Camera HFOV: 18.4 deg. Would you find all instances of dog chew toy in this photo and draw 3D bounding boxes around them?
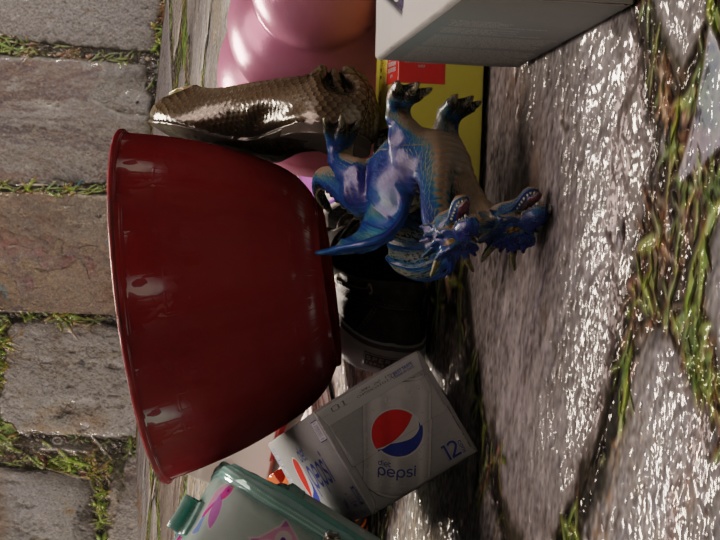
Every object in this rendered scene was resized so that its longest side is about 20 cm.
[{"bbox_3d":[-0.024,-0.137,1.302,0.200,0.124,0.125,92,177,-67],"label":"dog chew toy"}]

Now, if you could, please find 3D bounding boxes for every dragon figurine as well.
[{"bbox_3d":[0.016,-0.029,1.096,0.200,0.059,0.100,-22,61,52],"label":"dragon figurine"}]

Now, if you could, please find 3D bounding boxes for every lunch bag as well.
[{"bbox_3d":[-0.027,0.162,1.164,0.077,0.160,0.200,-55,2,-10],"label":"lunch bag"}]

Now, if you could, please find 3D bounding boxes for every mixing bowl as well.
[{"bbox_3d":[-0.070,0.013,1.243,0.200,0.108,0.201,-8,-90,-86],"label":"mixing bowl"}]

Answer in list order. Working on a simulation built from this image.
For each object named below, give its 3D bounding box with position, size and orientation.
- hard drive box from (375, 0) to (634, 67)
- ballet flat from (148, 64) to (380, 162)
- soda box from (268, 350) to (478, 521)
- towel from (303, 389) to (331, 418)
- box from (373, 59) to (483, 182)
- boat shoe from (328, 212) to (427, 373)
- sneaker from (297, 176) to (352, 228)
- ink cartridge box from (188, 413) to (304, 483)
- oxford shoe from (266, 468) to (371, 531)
[{"bbox_3d":[0.061,-0.180,0.985,0.200,0.077,0.156,163,108,-80],"label":"hard drive box"},{"bbox_3d":[-0.053,-0.090,1.248,0.200,0.067,0.046,3,77,56],"label":"ballet flat"},{"bbox_3d":[0.003,0.098,1.234,0.064,0.068,0.200,59,168,3],"label":"soda box"},{"bbox_3d":[-0.050,0.160,1.721,0.191,0.032,0.200,-101,17,-56],"label":"towel"},{"bbox_3d":[0.037,-0.121,1.196,0.075,0.050,0.201,-171,84,-81],"label":"box"},{"bbox_3d":[0.000,0.000,1.346,0.200,0.070,0.066,-116,35,-70],"label":"boat shoe"},{"bbox_3d":[-0.027,-0.066,1.518,0.200,0.072,0.115,161,108,-80],"label":"sneaker"},{"bbox_3d":[-0.056,0.046,1.555,0.117,0.067,0.200,104,-173,-49],"label":"ink cartridge box"},{"bbox_3d":[-0.010,0.140,1.431,0.073,0.071,0.200,62,160,12],"label":"oxford shoe"}]
